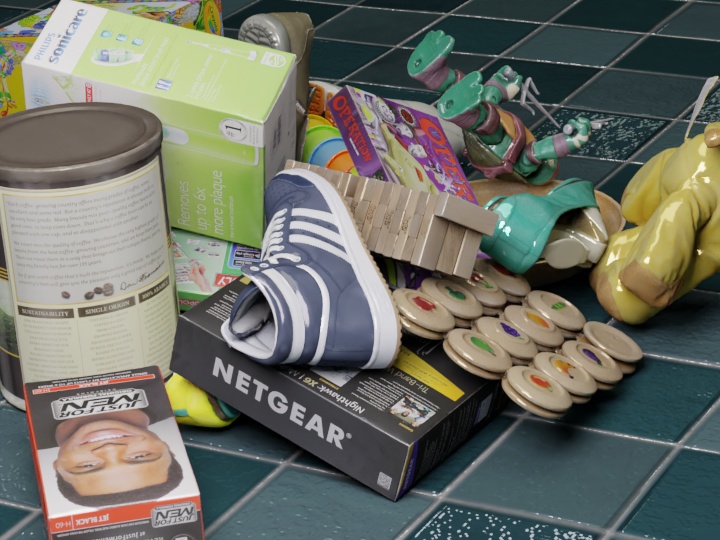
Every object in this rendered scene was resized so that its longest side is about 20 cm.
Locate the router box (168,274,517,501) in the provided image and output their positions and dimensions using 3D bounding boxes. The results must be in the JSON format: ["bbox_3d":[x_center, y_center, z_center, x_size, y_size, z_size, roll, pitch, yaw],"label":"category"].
[{"bbox_3d":[-0.010,0.065,1.546,0.200,0.052,0.157,29,36,22],"label":"router box"}]

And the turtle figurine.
[{"bbox_3d":[0.129,-0.124,1.839,0.200,0.101,0.150,29,3,-44],"label":"turtle figurine"}]

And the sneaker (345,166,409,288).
[{"bbox_3d":[0.000,0.000,1.699,0.081,0.074,0.200,-17,47,4],"label":"sneaker"}]

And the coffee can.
[{"bbox_3d":[-0.212,-0.010,1.635,0.146,0.200,0.146,-3,23,1],"label":"coffee can"}]

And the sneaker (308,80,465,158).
[{"bbox_3d":[0.019,-0.135,2.064,0.200,0.076,0.092,25,28,37],"label":"sneaker"}]

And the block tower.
[{"bbox_3d":[0.011,-0.038,1.603,0.054,0.058,0.200,18,-3,-40],"label":"block tower"}]

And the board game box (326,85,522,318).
[{"bbox_3d":[0.053,-0.050,1.700,0.120,0.032,0.200,19,41,-52],"label":"board game box"}]

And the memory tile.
[{"bbox_3d":[0.115,0.044,1.567,0.153,0.017,0.200,34,22,17],"label":"memory tile"}]

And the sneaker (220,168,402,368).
[{"bbox_3d":[-0.056,-0.004,1.521,0.108,0.070,0.200,-3,39,-26],"label":"sneaker"}]

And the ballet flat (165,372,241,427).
[{"bbox_3d":[-0.094,0.060,1.637,0.067,0.067,0.200,-16,18,29],"label":"ballet flat"}]

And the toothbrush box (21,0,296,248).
[{"bbox_3d":[-0.157,-0.116,1.720,0.200,0.146,0.086,16,49,10],"label":"toothbrush box"}]

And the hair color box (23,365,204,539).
[{"bbox_3d":[-0.169,0.137,1.466,0.101,0.061,0.200,-8,24,-11],"label":"hair color box"}]

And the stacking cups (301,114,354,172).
[{"bbox_3d":[-0.021,-0.091,1.942,0.060,0.061,0.200,-11,18,-15],"label":"stacking cups"}]

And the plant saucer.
[{"bbox_3d":[0.123,-0.027,1.826,0.200,0.035,0.200,-3,23,1],"label":"plant saucer"}]

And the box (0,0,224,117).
[{"bbox_3d":[-0.215,-0.134,1.924,0.122,0.200,0.193,10,26,31],"label":"box"}]

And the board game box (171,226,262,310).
[{"bbox_3d":[-0.124,-0.028,1.768,0.200,0.029,0.135,7,56,4],"label":"board game box"}]

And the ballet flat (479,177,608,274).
[{"bbox_3d":[0.153,-0.027,1.688,0.070,0.067,0.200,40,22,17],"label":"ballet flat"}]

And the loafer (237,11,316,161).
[{"bbox_3d":[-0.068,-0.146,1.934,0.075,0.200,0.070,36,48,28],"label":"loafer"}]

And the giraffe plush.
[{"bbox_3d":[0.294,-0.024,1.678,0.162,0.200,0.173,28,8,-8],"label":"giraffe plush"}]
